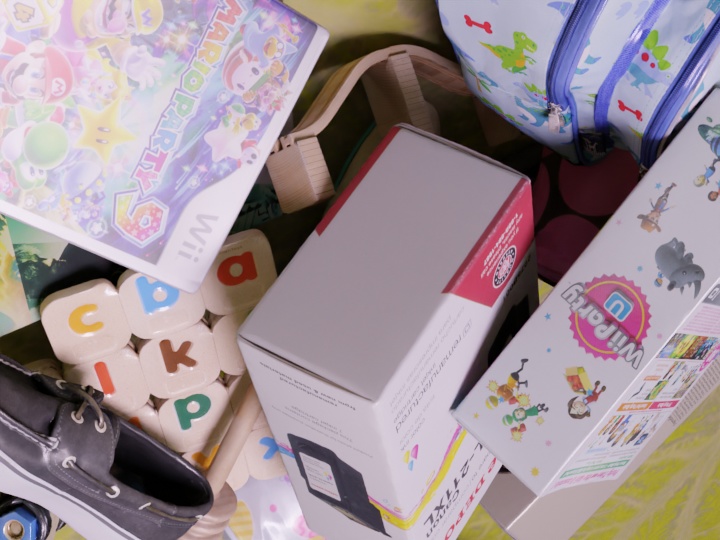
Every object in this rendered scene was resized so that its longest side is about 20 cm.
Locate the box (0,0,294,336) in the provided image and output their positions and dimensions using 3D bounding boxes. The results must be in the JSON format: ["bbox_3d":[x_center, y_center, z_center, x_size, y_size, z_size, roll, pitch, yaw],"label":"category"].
[{"bbox_3d":[-0.125,-0.057,0.738,0.199,0.036,0.145,-24,135,-21],"label":"box"}]

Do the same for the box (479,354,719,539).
[{"bbox_3d":[0.169,0.110,1.099,0.200,0.068,0.082,-44,140,0],"label":"box"}]

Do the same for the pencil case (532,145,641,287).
[{"bbox_3d":[0.160,-0.079,0.874,0.093,0.090,0.202,23,90,-44],"label":"pencil case"}]

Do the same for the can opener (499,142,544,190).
[{"bbox_3d":[0.118,-0.047,0.936,0.199,0.053,0.067,-24,135,-23],"label":"can opener"}]

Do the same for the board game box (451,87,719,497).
[{"bbox_3d":[0.150,0.016,0.764,0.201,0.064,0.147,-53,158,11],"label":"board game box"}]

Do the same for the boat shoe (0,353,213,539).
[{"bbox_3d":[-0.144,0.083,0.753,0.056,0.069,0.200,-31,139,9],"label":"boat shoe"}]

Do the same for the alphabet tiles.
[{"bbox_3d":[-0.093,0.061,0.816,0.198,0.015,0.197,-18,138,-7],"label":"alphabet tiles"}]

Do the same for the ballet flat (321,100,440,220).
[{"bbox_3d":[0.000,0.000,0.868,0.069,0.069,0.201,15,112,-46],"label":"ballet flat"}]

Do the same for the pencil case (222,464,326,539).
[{"bbox_3d":[-0.007,0.105,0.936,0.200,0.083,0.091,-39,135,-6],"label":"pencil case"}]

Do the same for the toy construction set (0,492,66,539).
[{"bbox_3d":[-0.226,0.146,0.780,0.092,0.130,0.202,-61,166,-65],"label":"toy construction set"}]

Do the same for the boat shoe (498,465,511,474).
[{"bbox_3d":[0.094,0.101,1.024,0.199,0.072,0.073,-29,137,-18],"label":"boat shoe"}]

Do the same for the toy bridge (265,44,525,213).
[{"bbox_3d":[0.022,-0.085,0.814,0.199,0.027,0.068,-22,93,-47],"label":"toy bridge"}]

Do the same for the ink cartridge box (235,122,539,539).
[{"bbox_3d":[0.026,0.050,0.784,0.146,0.082,0.201,-54,153,-25],"label":"ink cartridge box"}]

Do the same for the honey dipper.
[{"bbox_3d":[-0.061,0.083,0.817,0.038,0.038,0.201,0,131,-40],"label":"honey dipper"}]

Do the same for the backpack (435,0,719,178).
[{"bbox_3d":[0.134,-0.149,0.738,0.184,0.147,0.200,-55,161,0],"label":"backpack"}]

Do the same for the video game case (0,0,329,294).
[{"bbox_3d":[-0.122,-0.087,0.674,0.199,0.018,0.144,25,94,-37],"label":"video game case"}]
